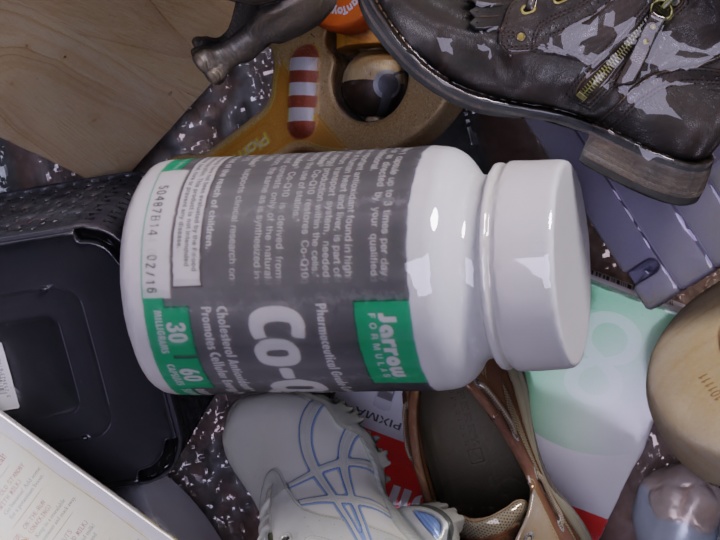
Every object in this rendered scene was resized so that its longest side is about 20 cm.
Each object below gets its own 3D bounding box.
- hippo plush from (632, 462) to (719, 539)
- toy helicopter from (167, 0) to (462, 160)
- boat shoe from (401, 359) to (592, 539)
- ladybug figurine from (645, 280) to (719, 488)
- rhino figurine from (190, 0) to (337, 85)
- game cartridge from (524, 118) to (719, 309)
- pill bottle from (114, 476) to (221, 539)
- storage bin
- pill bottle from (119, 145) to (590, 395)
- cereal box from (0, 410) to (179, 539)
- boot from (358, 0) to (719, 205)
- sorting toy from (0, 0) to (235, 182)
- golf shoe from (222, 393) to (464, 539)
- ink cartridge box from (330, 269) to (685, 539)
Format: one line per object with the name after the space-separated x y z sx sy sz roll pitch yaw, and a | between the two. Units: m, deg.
0.190 0.174 1.050 0.200 0.161 0.159 -31 92 9 | hippo plush
-0.024 -0.067 1.090 0.200 0.079 0.132 -33 73 25 | toy helicopter
0.065 0.124 1.065 0.076 0.072 0.200 -21 97 18 | boat shoe
0.232 0.051 1.052 0.200 0.136 0.072 -20 136 -14 | ladybug figurine
-0.076 -0.162 0.975 0.087 0.200 0.060 -36 50 6 | rhino figurine
0.136 -0.098 1.022 0.130 0.038 0.200 -33 86 23 | game cartridge
-0.165 0.192 1.121 0.200 0.112 0.112 -36 91 9 | pill bottle
-0.185 0.039 1.096 0.200 0.094 0.135 -8 108 13 | storage bin
0.000 0.000 1.001 0.200 0.113 0.113 -2 96 16 | pill bottle
-0.167 0.159 1.037 0.200 0.040 0.144 37 84 -3 | cereal box
0.115 -0.141 0.966 0.200 0.069 0.174 27 115 6 | boot
-0.131 -0.159 1.044 0.199 0.200 0.070 -46 56 12 | sorting toy
-0.025 0.122 1.048 0.097 0.200 0.078 -16 125 -33 | golf shoe
0.061 0.084 1.115 0.161 0.050 0.200 20 96 4 | ink cartridge box
